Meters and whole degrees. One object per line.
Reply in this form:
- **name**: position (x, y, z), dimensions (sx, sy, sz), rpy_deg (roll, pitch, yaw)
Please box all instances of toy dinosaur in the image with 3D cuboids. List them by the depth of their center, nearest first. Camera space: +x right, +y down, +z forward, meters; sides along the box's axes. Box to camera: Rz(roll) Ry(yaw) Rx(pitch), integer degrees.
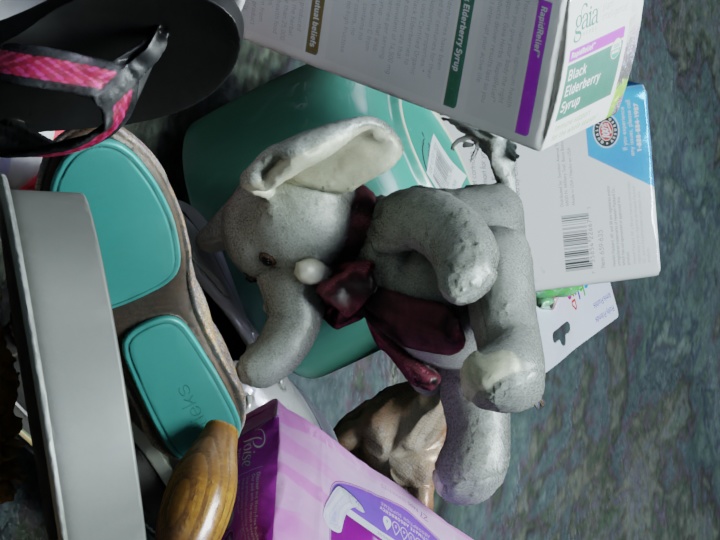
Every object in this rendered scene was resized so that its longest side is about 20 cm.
- **toy dinosaur**: position (0.026, 0.084, 1.600), dimensions (0.086, 0.200, 0.136), rpy_deg (38, 63, -15)

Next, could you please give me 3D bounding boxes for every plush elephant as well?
- **plush elephant**: position (0.000, 0.000, 1.436), dimensions (0.165, 0.154, 0.201), rpy_deg (108, -19, -72)

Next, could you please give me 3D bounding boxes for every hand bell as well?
- **hand bell**: position (-0.091, 0.158, 1.350), dimensions (0.104, 0.104, 0.201), rpy_deg (56, 44, -48)

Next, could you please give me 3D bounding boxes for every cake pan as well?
- **cake pan**: position (-0.120, 0.056, 1.261), dimensions (0.200, 0.037, 0.201), rpy_deg (171, -90, -82)

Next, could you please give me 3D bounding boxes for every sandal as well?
- **sandal**: position (-0.142, -0.073, 1.270), dimensions (0.045, 0.199, 0.075), rpy_deg (-90, 163, -46)

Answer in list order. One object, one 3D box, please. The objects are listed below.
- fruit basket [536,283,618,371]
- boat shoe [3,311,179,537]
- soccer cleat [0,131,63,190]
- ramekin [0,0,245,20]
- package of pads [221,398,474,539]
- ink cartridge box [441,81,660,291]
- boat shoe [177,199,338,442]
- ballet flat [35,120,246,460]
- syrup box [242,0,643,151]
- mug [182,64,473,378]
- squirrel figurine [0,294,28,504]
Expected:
- **fruit basket**: position (0.115, -0.044, 1.899), dimensions (0.185, 0.093, 0.201), rpy_deg (-29, 102, -61)
- **boat shoe**: position (-0.130, 0.081, 1.456), dimensions (0.072, 0.060, 0.201), rpy_deg (61, 3, 38)
- **soccer cleat**: position (-0.192, -0.039, 1.341), dimensions (0.077, 0.067, 0.200), rpy_deg (55, 37, -2)
- **ramekin**: position (-0.146, -0.165, 1.278), dimensions (0.200, 0.200, 0.098), rpy_deg (39, 47, -57)
- **package of pads**: position (0.001, 0.165, 1.462), dimensions (0.200, 0.076, 0.121), rpy_deg (38, 35, -32)
- **ink cartridge box**: position (0.070, -0.045, 1.783), dimensions (0.067, 0.199, 0.116), rpy_deg (-137, -139, -77)
- **boat shoe**: position (-0.073, 0.060, 1.507), dimensions (0.200, 0.073, 0.065), rpy_deg (58, 14, -4)
- **ballet flat**: position (-0.107, 0.002, 1.381), dimensions (0.067, 0.068, 0.201), rpy_deg (-114, -174, -53)
- **syrup box**: position (0.027, -0.130, 1.420), dimensions (0.079, 0.199, 0.082), rpy_deg (-27, 134, -53)
- **mug**: position (-0.011, -0.049, 1.592), dimensions (0.152, 0.114, 0.186), rpy_deg (27, 41, -62)
- **squirrel figurine**: position (-0.184, 0.108, 1.261), dimensions (0.187, 0.141, 0.201), rpy_deg (61, 40, -54)
